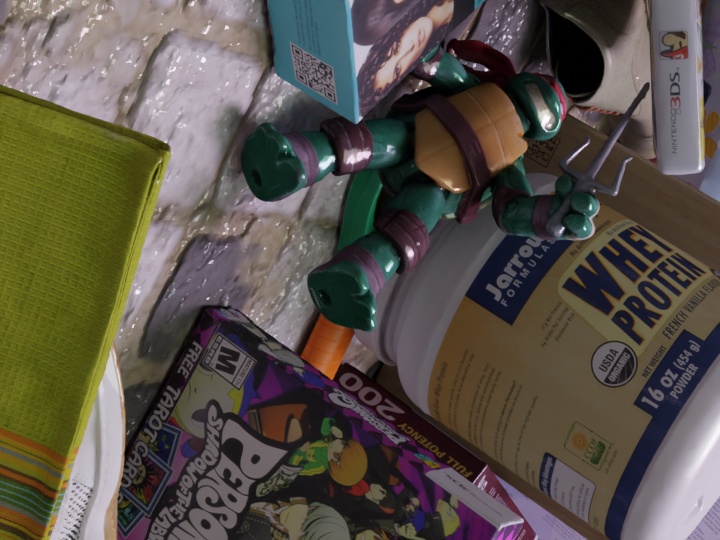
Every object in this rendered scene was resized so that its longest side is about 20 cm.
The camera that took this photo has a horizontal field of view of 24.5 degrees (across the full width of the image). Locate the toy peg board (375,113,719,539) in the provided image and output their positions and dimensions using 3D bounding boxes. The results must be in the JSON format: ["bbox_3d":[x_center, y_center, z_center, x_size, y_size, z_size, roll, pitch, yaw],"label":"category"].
[{"bbox_3d":[0.148,0.036,0.980,0.200,0.199,0.098,-62,157,12],"label":"toy peg board"}]

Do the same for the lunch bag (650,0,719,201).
[{"bbox_3d":[0.266,-0.110,1.111,0.200,0.126,0.171,-36,148,-60],"label":"lunch bag"}]

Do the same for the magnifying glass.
[{"bbox_3d":[0.000,0.000,0.878,0.079,0.022,0.201,-9,126,-60],"label":"magnifying glass"}]

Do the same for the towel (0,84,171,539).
[{"bbox_3d":[-0.135,0.031,0.590,0.018,0.085,0.201,-90,-160,-63],"label":"towel"}]

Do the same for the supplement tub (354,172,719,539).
[{"bbox_3d":[0.109,0.039,0.863,0.144,0.199,0.145,-46,156,-27],"label":"supplement tub"}]

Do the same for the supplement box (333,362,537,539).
[{"bbox_3d":[0.037,0.134,1.005,0.061,0.109,0.200,-52,157,-7],"label":"supplement box"}]

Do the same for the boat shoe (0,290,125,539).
[{"bbox_3d":[-0.134,0.070,0.651,0.069,0.071,0.201,-9,127,-21],"label":"boat shoe"}]

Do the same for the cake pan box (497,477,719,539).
[{"bbox_3d":[0.184,0.139,1.180,0.184,0.200,0.052,-48,178,-20],"label":"cake pan box"}]

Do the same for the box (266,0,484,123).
[{"bbox_3d":[0.042,-0.160,0.715,0.200,0.049,0.083,-46,154,-24],"label":"box"}]

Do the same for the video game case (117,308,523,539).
[{"bbox_3d":[-0.047,0.149,0.774,0.201,0.181,0.036,-60,156,10],"label":"video game case"}]

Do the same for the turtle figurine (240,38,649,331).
[{"bbox_3d":[0.048,-0.061,0.769,0.199,0.150,0.101,-32,166,-28],"label":"turtle figurine"}]

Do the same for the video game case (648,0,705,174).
[{"bbox_3d":[0.142,-0.154,0.758,0.200,0.023,0.184,-59,146,-72],"label":"video game case"}]

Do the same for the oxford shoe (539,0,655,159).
[{"bbox_3d":[0.138,-0.118,0.939,0.074,0.071,0.200,-47,144,-12],"label":"oxford shoe"}]
